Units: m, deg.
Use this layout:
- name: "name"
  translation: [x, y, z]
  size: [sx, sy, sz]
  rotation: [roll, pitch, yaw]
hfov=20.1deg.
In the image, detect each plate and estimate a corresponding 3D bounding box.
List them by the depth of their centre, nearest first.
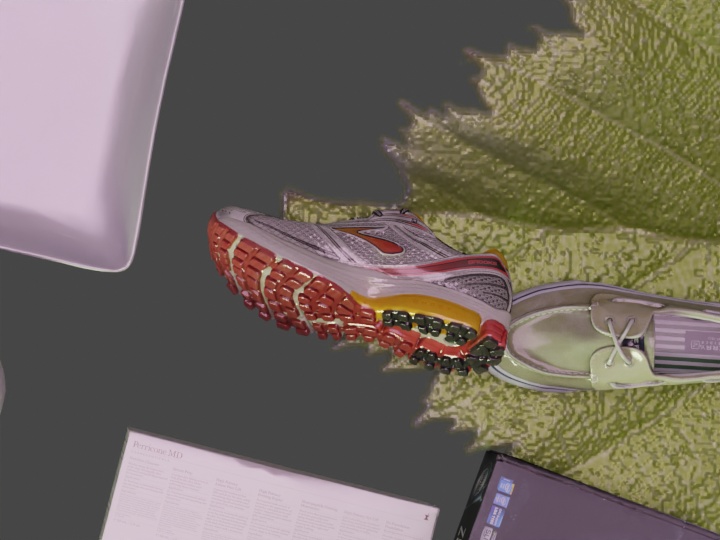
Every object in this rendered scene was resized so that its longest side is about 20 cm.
- name: "plate"
  translation: [-0.222, -0.113, 1.262]
  size: [0.199, 0.032, 0.201]
  rotation: [11, 87, -8]

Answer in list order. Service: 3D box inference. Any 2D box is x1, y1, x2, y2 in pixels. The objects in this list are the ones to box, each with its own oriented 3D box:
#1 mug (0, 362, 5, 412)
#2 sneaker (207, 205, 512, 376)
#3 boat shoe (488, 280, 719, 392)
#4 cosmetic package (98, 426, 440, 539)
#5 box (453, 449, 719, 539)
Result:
- name: "mug"
  translation: [-0.290, 0.086, 1.177]
  size: [0.175, 0.148, 0.200]
  rotation: [42, 120, -14]
- name: "sneaker"
  translation: [0.000, 0.000, 1.278]
  size: [0.200, 0.078, 0.082]
  rotation: [18, 58, -1]
- name: "boat shoe"
  translation: [0.173, 0.041, 1.295]
  size: [0.199, 0.062, 0.072]
  rotation: [-1, 89, -6]
- name: "cosmetic package"
  translation: [-0.058, 0.161, 1.269]
  size: [0.200, 0.051, 0.083]
  rotation: [15, 89, -7]
- name: "box"
  translation: [0.123, 0.235, 1.295]
  size: [0.160, 0.044, 0.200]
  rotation: [21, 86, -6]
